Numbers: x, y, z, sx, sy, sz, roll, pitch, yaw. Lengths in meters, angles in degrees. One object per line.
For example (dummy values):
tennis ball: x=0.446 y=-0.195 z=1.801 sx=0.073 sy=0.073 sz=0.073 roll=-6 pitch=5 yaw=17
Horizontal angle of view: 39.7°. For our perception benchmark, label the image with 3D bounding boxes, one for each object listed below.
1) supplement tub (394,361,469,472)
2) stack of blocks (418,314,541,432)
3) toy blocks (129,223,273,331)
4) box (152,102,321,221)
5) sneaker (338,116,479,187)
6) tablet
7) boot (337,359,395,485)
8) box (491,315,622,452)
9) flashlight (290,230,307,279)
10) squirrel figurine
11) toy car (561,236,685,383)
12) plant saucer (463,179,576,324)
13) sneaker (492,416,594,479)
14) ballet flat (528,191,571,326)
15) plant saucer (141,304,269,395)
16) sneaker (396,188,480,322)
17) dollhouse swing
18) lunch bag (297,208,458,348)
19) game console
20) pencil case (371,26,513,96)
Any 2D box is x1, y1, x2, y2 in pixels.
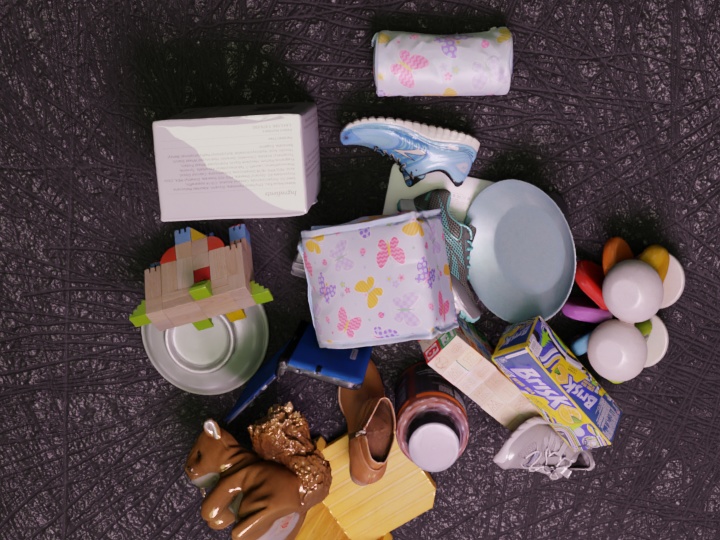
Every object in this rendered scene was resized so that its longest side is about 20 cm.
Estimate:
supplement tub: x=0.100 y=0.210 z=1.418 sx=0.105 sy=0.200 sz=0.109 roll=1 pitch=105 yaw=2
stack of blocks: x=0.169 y=0.138 z=1.441 sx=0.059 sy=0.116 sz=0.199 roll=-44 pitch=115 yaw=13
toy blocks: x=-0.232 y=-0.001 z=1.432 sx=0.197 sy=0.138 sz=0.100 roll=-15 pitch=147 yaw=7
box: x=-0.159 y=-0.151 z=1.350 sx=0.196 sy=0.199 sz=0.133 roll=-3 pitch=103 yaw=4
sneaker: x=0.064 y=-0.163 z=1.391 sx=0.196 sy=0.078 sz=0.092 roll=12 pitch=98 yaw=1
tablet: x=0.130 y=-0.074 z=1.446 sx=0.196 sy=0.014 sz=0.132 roll=12 pitch=104 yaw=1
boot: x=0.016 y=0.198 z=1.416 sx=0.072 sy=0.155 sz=0.203 roll=-2 pitch=69 yaw=-10
box: x=0.273 y=0.159 z=1.385 sx=0.200 sy=0.065 sz=0.070 roll=48 pitch=139 yaw=-17
flashlight: x=0.000 y=0.000 z=1.449 sx=0.197 sy=0.068 sz=0.069 roll=15 pitch=68 yaw=-5
squirrel figurine: x=-0.147 y=0.279 z=1.402 sx=0.200 sy=0.142 sz=0.186 roll=-41 pitch=58 yaw=-9
toy car: x=0.355 y=0.052 z=1.397 sx=0.148 sy=0.174 sz=0.203 roll=19 pitch=106 yaw=29
plant saucer: x=0.226 y=-0.027 z=1.385 sx=0.199 sy=0.038 sz=0.205 roll=16 pitch=112 yaw=46
sneaker: x=0.270 y=0.259 z=1.423 sx=0.082 sy=0.198 sz=0.075 roll=55 pitch=128 yaw=31
ballet flat: x=0.265 y=-0.009 z=1.425 sx=0.072 sy=0.073 sz=0.204 roll=6 pitch=103 yaw=2
plant saucer: x=-0.236 y=0.096 z=1.491 sx=0.196 sy=0.050 sz=0.204 roll=1 pitch=104 yaw=4
sneaker: x=0.130 y=-0.026 z=1.403 sx=0.090 sy=0.078 sz=0.202 roll=-27 pitch=88 yaw=-1
dollhouse swing: x=-0.009 y=0.352 z=1.485 sx=0.174 sy=0.182 sz=0.201 roll=-29 pitch=100 yaw=30
lunch bag: x=0.018 y=0.011 z=1.350 sx=0.197 sy=0.127 sz=0.173 roll=-10 pitch=92 yaw=26
game console: x=-0.082 y=0.156 z=1.417 sx=0.168 sy=0.200 sz=0.120 roll=16 pitch=104 yaw=2
pencil case: x=0.113 y=-0.284 z=1.361 sx=0.196 sy=0.083 sz=0.092 roll=-1 pitch=98 yaw=4
